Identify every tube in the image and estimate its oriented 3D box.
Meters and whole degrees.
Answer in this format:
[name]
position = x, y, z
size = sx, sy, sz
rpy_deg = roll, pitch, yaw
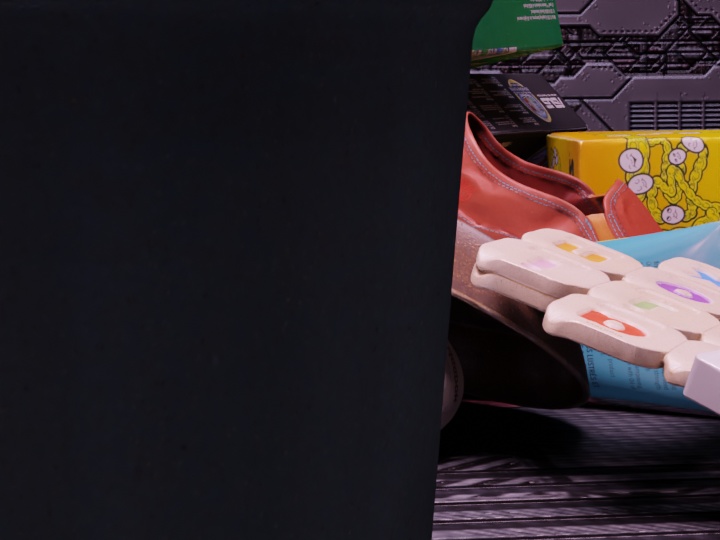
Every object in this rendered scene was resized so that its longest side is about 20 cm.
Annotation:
[tube]
position = 0.073, 0.021, 0.881
size = 0.200, 0.078, 0.050
rpy_deg = -1, 12, 40

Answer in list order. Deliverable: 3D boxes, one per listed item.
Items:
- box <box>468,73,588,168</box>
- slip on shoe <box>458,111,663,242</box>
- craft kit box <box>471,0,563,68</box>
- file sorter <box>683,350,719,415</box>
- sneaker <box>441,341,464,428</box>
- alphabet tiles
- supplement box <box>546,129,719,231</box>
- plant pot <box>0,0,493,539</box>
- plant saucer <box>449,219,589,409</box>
[box]
position = 0.023, -0.032, 1.078
size = 0.160, 0.044, 0.200
rpy_deg = -45, -12, 19
[slip on shoe]
position = 0.111, -0.007, 0.930
size = 0.200, 0.061, 0.074
rpy_deg = 29, 17, 6
[craft kit box]
position = -0.031, -0.102, 0.997
size = 0.197, 0.049, 0.200
rpy_deg = -8, 3, 30
[file sorter]
position = 0.219, -0.001, 0.590
size = 0.200, 0.125, 0.139
rpy_deg = -5, 26, -45
[sneaker]
position = -0.002, 0.033, 0.710
size = 0.084, 0.073, 0.200
rpy_deg = -4, 4, -7
[alphabet tiles]
position = 0.139, 0.030, 0.699
size = 0.199, 0.015, 0.196
rpy_deg = 23, 13, 17
[supplement box]
position = 0.196, -0.014, 1.027
size = 0.199, 0.109, 0.110
rpy_deg = -1, 5, -3
[plant pot]
position = -0.061, -0.004, 0.434
size = 0.199, 0.197, 0.200
rpy_deg = -1, 5, 0
[plant saucer]
position = 0.000, 0.000, 0.806
size = 0.200, 0.035, 0.200
rpy_deg = 22, -11, 5
